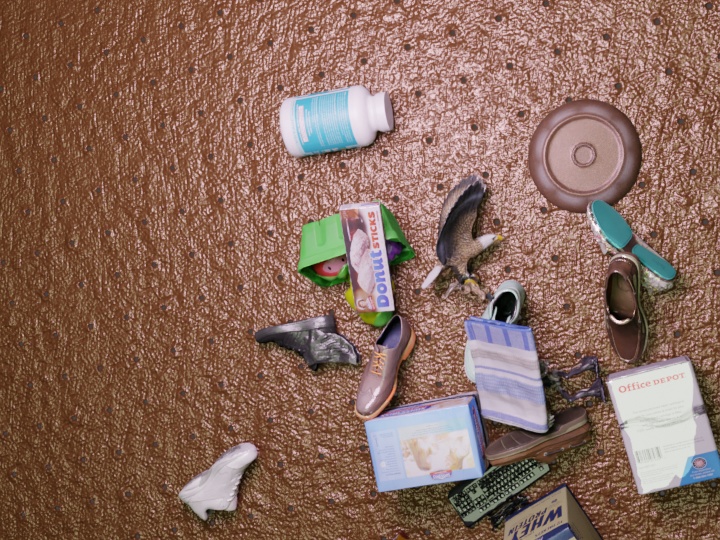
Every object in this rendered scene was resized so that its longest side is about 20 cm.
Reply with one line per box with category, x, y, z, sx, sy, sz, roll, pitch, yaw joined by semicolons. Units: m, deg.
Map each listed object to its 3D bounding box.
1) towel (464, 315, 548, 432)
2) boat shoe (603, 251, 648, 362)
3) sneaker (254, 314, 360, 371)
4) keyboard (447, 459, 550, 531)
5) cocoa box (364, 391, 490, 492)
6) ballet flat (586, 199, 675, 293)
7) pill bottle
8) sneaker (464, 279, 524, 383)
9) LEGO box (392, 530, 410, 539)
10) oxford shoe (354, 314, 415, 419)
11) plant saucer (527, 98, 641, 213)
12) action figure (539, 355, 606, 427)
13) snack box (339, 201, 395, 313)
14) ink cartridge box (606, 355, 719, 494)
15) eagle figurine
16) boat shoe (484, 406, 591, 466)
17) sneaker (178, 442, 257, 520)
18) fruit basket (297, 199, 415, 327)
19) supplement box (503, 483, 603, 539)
towel;0.251;0.181;1.591;0.146;0.024;0.202;9;119;46
boat shoe;0.443;0.074;1.570;0.074;0.075;0.205;0;116;31
sneaker;-0.104;0.147;1.765;0.197;0.060;0.106;-13;84;12
keyboard;0.260;0.401;1.684;0.199;0.040;0.105;-39;81;14
cocoa box;0.125;0.310;1.670;0.197;0.131;0.135;-12;89;16
ballet flat;0.458;-0.034;1.599;0.200;0.075;0.064;47;147;12
pill bottle;-0.042;-0.278;1.705;0.197;0.111;0.112;-7;90;16
sneaker;0.230;0.114;1.640;0.073;0.118;0.203;23;99;12
LEGO box;0.089;0.618;1.720;0.200;0.077;0.149;44;102;10
oxford shoe;0.035;0.172;1.676;0.071;0.073;0.202;11;63;27
plant saucer;0.394;-0.203;1.625;0.198;0.037;0.203;1;92;15
action figure;0.326;0.206;1.627;0.197;0.102;0.120;-12;101;14
snack box;0.013;-0.021;1.614;0.071;0.024;0.202;-5;115;8
ink cartridge box;0.520;0.263;1.582;0.143;0.084;0.203;-16;88;16
eagle figurine;0.181;-0.061;1.641;0.151;0.150;0.203;1;109;51
boat shoe;0.318;0.312;1.624;0.198;0.072;0.069;-20;104;-4
sneaker;-0.263;0.420;1.821;0.200;0.078;0.100;-40;88;22
fruit basket;0.000;0.000;1.696;0.213;0.155;0.219;-6;73;19
supplement box;0.350;0.511;1.569;0.134;0.200;0.201;-34;90;14
